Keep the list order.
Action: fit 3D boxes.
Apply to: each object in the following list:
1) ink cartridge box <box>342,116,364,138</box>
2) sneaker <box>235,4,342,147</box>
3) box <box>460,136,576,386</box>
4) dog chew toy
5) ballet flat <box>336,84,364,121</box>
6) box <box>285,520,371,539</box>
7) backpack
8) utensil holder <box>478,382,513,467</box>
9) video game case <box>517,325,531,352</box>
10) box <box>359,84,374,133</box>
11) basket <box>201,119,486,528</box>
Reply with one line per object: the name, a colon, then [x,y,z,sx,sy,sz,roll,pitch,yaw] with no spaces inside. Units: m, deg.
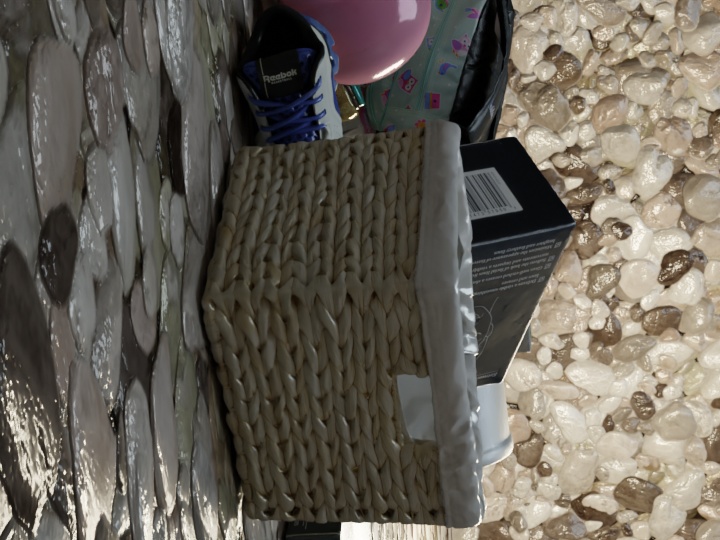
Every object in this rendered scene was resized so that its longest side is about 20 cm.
ink cartridge box: [-0.033,-0.165,1.562,0.161,0.050,0.201,76,-5,-60]
sneaker: [-0.050,-0.102,1.147,0.115,0.080,0.202,42,37,-77]
box: [0.063,0.005,1.309,0.107,0.147,0.201,58,-35,33]
dog chew toy: [-0.025,-0.243,1.243,0.125,0.123,0.201,-88,154,-48]
ballet flat: [-0.031,-0.174,1.402,0.200,0.070,0.071,-88,172,-66]
box: [-0.022,0.238,1.300,0.200,0.043,0.162,-77,163,-71]
backpack: [0.074,-0.178,1.483,0.167,0.125,0.202,33,70,-80]
utensil holder: [0.099,0.137,2.026,0.170,0.168,0.202,-66,148,-78]
video game case: [0.081,0.010,1.724,0.046,0.198,0.183,-83,167,-54]
box: [0.022,-0.218,1.607,0.103,0.094,0.202,-111,-175,-75]
basket: [-0.003,0.037,1.043,0.201,0.159,0.200,-87,171,-56]
